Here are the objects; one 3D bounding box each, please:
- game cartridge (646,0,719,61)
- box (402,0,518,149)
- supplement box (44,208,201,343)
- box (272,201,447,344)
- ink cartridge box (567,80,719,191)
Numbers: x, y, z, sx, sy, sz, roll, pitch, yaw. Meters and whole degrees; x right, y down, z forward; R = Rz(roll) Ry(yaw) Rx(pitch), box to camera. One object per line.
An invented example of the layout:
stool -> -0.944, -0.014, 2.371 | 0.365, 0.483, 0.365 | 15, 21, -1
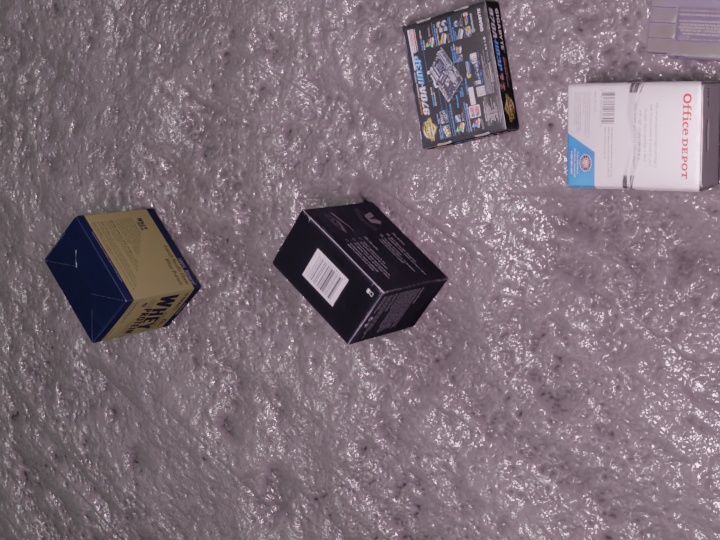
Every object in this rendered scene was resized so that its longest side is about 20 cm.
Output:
game cartridge -> 0.488, -0.349, 1.548 | 0.198, 0.038, 0.132 | 12, 108, 35
box -> 0.155, -0.302, 1.791 | 0.157, 0.046, 0.203 | -9, 91, 37
supplement box -> -0.452, 0.006, 2.188 | 0.134, 0.199, 0.201 | -44, 71, 32
box -> 0.000, 0.000, 1.854 | 0.197, 0.199, 0.118 | 46, 119, 22
ink cartridge box -> 0.395, -0.189, 1.607 | 0.198, 0.085, 0.149 | 5, 100, 34
